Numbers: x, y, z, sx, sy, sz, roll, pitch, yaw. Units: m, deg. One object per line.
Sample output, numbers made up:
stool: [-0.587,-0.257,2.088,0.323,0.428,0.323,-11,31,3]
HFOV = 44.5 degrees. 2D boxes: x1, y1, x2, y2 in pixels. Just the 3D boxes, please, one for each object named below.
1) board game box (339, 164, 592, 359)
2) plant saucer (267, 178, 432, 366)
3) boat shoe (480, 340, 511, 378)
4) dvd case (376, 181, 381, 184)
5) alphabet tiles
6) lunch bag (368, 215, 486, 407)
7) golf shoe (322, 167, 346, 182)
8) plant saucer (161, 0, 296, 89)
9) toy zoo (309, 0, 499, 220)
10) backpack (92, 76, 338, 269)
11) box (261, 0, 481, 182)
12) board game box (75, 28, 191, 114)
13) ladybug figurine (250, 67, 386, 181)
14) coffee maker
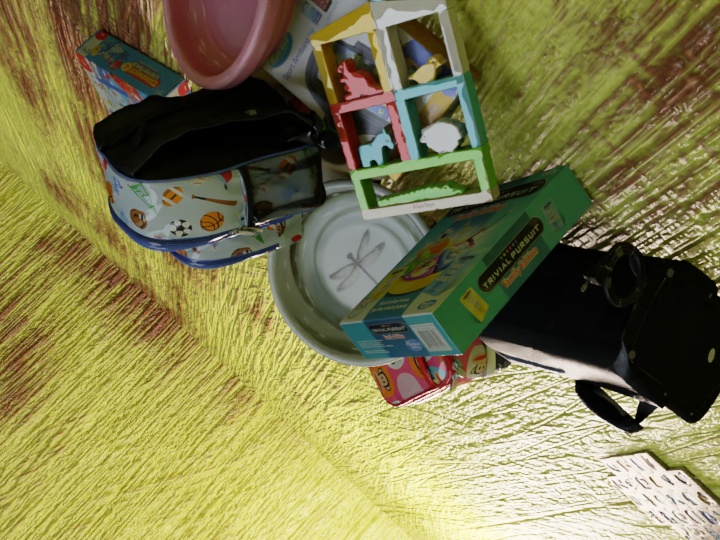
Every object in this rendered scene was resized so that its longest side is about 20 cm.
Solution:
board game box: [0.092,-0.006,0.788,0.047,0.200,0.151,52,152,-15]
plant saucer: [0.000,0.000,0.931,0.200,0.200,0.050,40,-155,8]
boat shoe: [0.161,0.028,0.954,0.075,0.066,0.200,-125,28,-56]
dvd case: [-0.037,-0.053,1.073,0.025,0.151,0.200,16,172,-24]
alphabet tiles: [0.402,0.296,1.143,0.166,0.006,0.200,43,161,2]
lunch bag: [0.064,0.044,0.999,0.176,0.082,0.201,-35,72,54]
golf shoe: [-0.066,-0.150,0.993,0.200,0.075,0.092,44,154,32]
plant saucer: [-0.113,-0.262,0.779,0.200,0.051,0.202,9,102,53]
toy zoo: [0.033,-0.147,0.743,0.131,0.020,0.201,-7,109,31]
backpack: [-0.145,-0.095,0.823,0.200,0.190,0.155,41,137,49]
box: [-0.006,-0.188,0.781,0.200,0.041,0.119,40,126,4]
board game box: [-0.319,-0.245,1.348,0.195,0.056,0.200,33,159,28]
ladybug figurine: [-0.026,-0.166,0.898,0.200,0.072,0.136,34,152,24]
coffee maker: [0.204,0.030,0.789,0.200,0.135,0.193,13,139,57]
